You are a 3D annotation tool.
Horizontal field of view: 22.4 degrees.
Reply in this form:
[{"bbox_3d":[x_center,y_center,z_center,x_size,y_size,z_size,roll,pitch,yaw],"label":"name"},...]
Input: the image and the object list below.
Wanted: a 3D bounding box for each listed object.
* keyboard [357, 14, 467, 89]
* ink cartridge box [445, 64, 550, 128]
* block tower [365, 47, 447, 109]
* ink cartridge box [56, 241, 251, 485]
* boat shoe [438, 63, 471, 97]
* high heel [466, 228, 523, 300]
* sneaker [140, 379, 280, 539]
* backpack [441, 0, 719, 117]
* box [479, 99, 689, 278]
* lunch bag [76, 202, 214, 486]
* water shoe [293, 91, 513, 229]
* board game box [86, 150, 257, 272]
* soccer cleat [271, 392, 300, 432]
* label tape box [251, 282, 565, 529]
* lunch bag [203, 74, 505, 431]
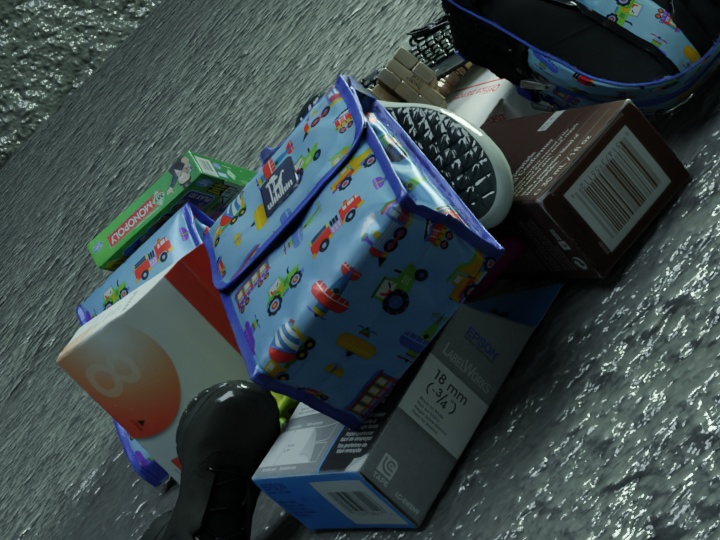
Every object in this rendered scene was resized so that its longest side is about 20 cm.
[{"bbox_3d":[0.069,-0.187,1.463,0.199,0.021,0.127,-29,22,22],"label":"keyboard"},{"bbox_3d":[0.136,-0.149,1.415,0.200,0.067,0.117,-53,18,-16],"label":"ink cartridge box"},{"bbox_3d":[-0.011,-0.071,1.367,0.200,0.054,0.058,-51,-12,-5],"label":"block tower"},{"bbox_3d":[-0.110,0.073,1.369,0.200,0.162,0.050,-31,19,39],"label":"ink cartridge box"},{"bbox_3d":[0.016,-0.135,1.648,0.200,0.070,0.070,-31,21,41],"label":"boat shoe"},{"bbox_3d":[0.047,-0.015,1.261,0.096,0.068,0.200,-17,19,-6],"label":"high heel"},{"bbox_3d":[-0.098,0.169,1.251,0.091,0.075,0.201,-113,36,-58],"label":"sneaker"},{"bbox_3d":[0.177,-0.190,1.278,0.200,0.135,0.183,33,72,26],"label":"backpack"},{"bbox_3d":[0.121,-0.052,1.237,0.100,0.075,0.200,-47,16,-18],"label":"box"},{"bbox_3d":[-0.149,0.071,1.534,0.150,0.094,0.201,-42,40,22],"label":"lunch bag"},{"bbox_3d":[0.042,-0.075,1.220,0.200,0.079,0.072,28,97,43],"label":"water shoe"},{"bbox_3d":[-0.137,-0.039,1.654,0.134,0.200,0.029,-42,64,20],"label":"board game box"},{"bbox_3d":[-0.053,0.053,1.306,0.084,0.064,0.201,27,117,39],"label":"soccer cleat"},{"bbox_3d":[0.030,0.074,1.210,0.144,0.063,0.200,-14,38,58],"label":"label tape box"},{"bbox_3d":[-0.021,-0.025,1.162,0.151,0.094,0.200,-51,37,15],"label":"lunch bag"}]
